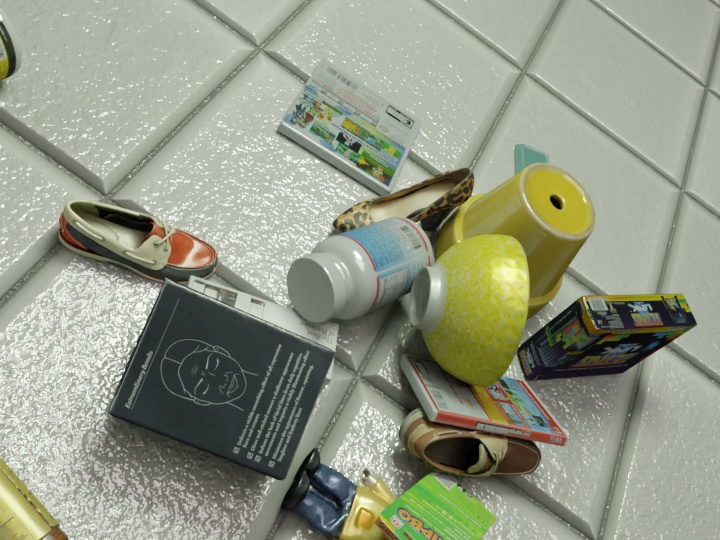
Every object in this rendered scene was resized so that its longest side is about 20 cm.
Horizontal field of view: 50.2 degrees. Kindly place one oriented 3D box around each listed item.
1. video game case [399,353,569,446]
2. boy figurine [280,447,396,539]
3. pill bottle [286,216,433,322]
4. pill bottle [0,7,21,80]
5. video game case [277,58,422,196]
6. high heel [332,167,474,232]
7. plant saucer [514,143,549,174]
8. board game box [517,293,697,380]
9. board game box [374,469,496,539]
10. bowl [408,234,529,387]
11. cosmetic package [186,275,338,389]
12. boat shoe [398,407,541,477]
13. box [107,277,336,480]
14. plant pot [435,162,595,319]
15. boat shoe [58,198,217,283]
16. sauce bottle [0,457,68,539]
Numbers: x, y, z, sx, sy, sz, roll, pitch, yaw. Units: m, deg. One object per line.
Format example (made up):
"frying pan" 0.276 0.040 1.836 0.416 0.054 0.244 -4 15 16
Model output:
"video game case" 0.160 0.170 1.014 0.198 0.018 0.143 14 19 -19
"boy figurine" 0.006 0.293 0.878 0.199 0.065 0.125 34 47 -2
"pill bottle" 0.000 0.000 1.007 0.199 0.109 0.109 -20 71 -48
"pill bottle" -0.519 -0.248 0.913 0.114 0.114 0.200 42 50 3
"video game case" -0.011 -0.231 1.227 0.199 0.022 0.183 31 51 -8
"high heel" 0.064 -0.104 1.106 0.198 0.143 0.072 -7 63 -31
"plant saucer" 0.302 -0.139 1.335 0.069 0.019 0.202 19 53 -16
"board game box" 0.355 0.098 1.116 0.198 0.166 0.057 0 58 -27
"board game box" 0.087 0.286 0.873 0.095 0.030 0.200 41 15 18
"bowl" 0.125 0.042 0.996 0.106 0.201 0.202 11 55 -14
"cosmetic package" -0.128 0.080 0.949 0.198 0.051 0.083 19 54 -16
"boat shoe" 0.144 0.231 0.965 0.198 0.077 0.072 13 14 -19
"box" -0.150 0.116 0.843 0.198 0.107 0.150 25 83 -12
"plant pot" 0.239 -0.051 1.136 0.199 0.189 0.203 14 54 -20
"boat shoe" -0.267 -0.038 0.945 0.198 0.063 0.072 16 52 -19
"sauce bottle" -0.367 0.206 0.737 0.200 0.066 0.066 46 51 8
